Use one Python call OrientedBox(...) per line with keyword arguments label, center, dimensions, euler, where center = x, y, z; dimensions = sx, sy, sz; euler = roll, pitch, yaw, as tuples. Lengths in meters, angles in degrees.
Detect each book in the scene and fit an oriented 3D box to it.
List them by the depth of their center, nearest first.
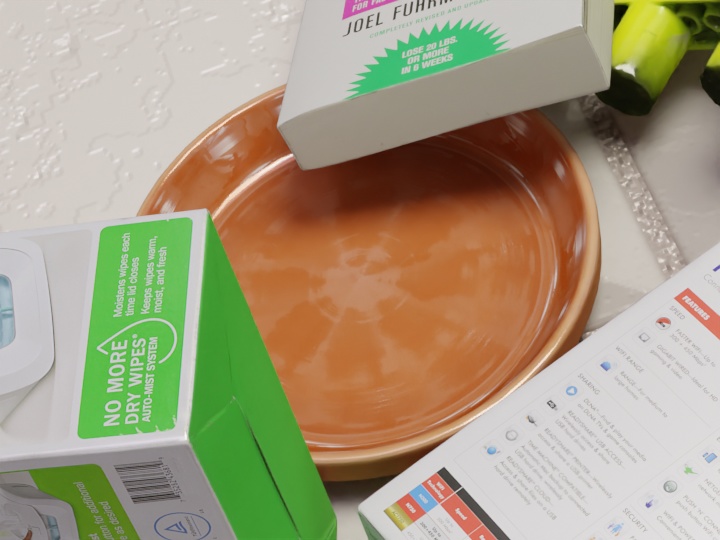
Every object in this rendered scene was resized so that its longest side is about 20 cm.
OrientedBox(label="book", center=(0.042, -0.127, 0.923), dimensions=(0.133, 0.048, 0.200), euler=(-15, 36, 19))

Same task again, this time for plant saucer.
OrientedBox(label="plant saucer", center=(0.000, 0.000, 0.881), dimensions=(0.200, 0.032, 0.201), euler=(-8, 52, 10))

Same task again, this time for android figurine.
OrientedBox(label="android figurine", center=(0.177, -0.146, 0.898), dimensions=(0.182, 0.041, 0.200), euler=(3, 52, 48))

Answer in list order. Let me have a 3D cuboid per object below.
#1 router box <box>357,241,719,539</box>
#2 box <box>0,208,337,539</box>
OrientedBox(label="router box", center=(0.128, 0.108, 0.756), dimensions=(0.179, 0.049, 0.200), euler=(-34, 53, -12))
OrientedBox(label="box", center=(-0.113, 0.085, 0.741), dimensions=(0.176, 0.200, 0.097), euler=(-7, 52, 11))
